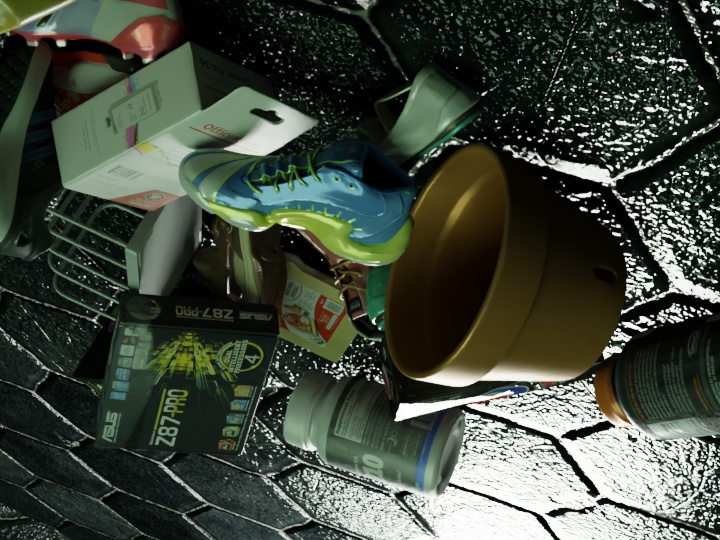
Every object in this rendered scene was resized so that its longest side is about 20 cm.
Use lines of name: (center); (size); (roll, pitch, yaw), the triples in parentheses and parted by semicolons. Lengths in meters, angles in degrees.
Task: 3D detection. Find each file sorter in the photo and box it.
file sorter: (-0.246, -0.049, 1.287); (0.124, 0.139, 0.200); (24, 152, 5)

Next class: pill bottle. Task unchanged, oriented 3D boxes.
pill bottle: (0.016, 0.193, 1.515); (0.200, 0.114, 0.114); (16, 151, 18)
pill bottle: (0.303, 0.096, 1.125); (0.106, 0.106, 0.200); (37, 150, -22)

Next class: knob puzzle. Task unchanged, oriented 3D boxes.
knob puzzle: (-0.090, 0.019, 1.392); (0.219, 0.030, 0.220); (19, 152, 11)

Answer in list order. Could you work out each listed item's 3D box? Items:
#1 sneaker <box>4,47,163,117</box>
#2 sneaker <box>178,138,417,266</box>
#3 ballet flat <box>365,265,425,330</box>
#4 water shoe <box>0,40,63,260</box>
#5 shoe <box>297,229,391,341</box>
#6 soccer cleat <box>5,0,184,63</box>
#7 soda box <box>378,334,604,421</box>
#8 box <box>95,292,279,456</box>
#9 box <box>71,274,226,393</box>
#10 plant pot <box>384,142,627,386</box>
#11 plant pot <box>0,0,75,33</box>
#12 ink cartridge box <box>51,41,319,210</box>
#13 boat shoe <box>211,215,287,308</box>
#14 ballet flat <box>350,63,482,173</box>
sneaker: (-0.249, -0.146, 1.141); (0.201, 0.108, 0.067); (9, -169, 36)
sneaker: (-0.044, -0.079, 1.019); (0.200, 0.076, 0.105); (17, 134, -8)
ballet flat: (0.087, 0.018, 1.189); (0.200, 0.071, 0.067); (2, 155, -38)
water shoe: (-0.291, -0.103, 1.093); (0.071, 0.200, 0.079); (-12, 150, 38)
shoe: (0.000, 0.000, 1.220); (0.200, 0.091, 0.071); (32, 151, -13)
soccer cleat: (-0.233, -0.228, 1.065); (0.200, 0.067, 0.077); (16, 120, 29)
soda box: (0.121, 0.083, 1.177); (0.200, 0.071, 0.063); (-11, 160, -8)
box: (-0.182, 0.111, 1.299); (0.161, 0.049, 0.200); (8, 133, -15)
box: (-0.228, 0.099, 1.481); (0.124, 0.149, 0.200); (37, 161, -22)
plant pot: (0.127, 0.009, 1.051); (0.140, 0.200, 0.200); (16, 156, -22)
plant pot: (-0.255, -0.264, 0.857); (0.195, 0.200, 0.194); (-4, 140, 44)
ink cartridge box: (-0.148, -0.126, 1.067); (0.200, 0.068, 0.116); (-23, 160, 27)
boat shoe: (-0.119, -0.038, 1.253); (0.072, 0.072, 0.200); (19, 141, 19)
ballet flat: (0.030, -0.111, 1.048); (0.069, 0.070, 0.200); (32, 147, -12)
